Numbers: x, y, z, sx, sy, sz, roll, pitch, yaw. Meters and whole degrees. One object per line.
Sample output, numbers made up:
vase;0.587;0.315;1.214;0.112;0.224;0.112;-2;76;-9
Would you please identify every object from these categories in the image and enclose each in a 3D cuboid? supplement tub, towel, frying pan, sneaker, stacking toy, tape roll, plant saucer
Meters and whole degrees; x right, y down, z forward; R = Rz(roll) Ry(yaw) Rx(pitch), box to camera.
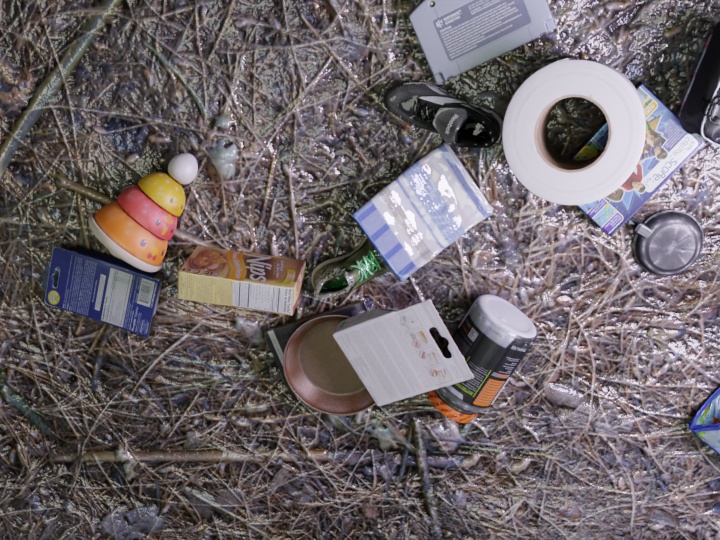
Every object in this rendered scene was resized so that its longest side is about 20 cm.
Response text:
supplement tub;0.202;0.153;1.448;0.121;0.123;0.202;28;113;-6
towel;0.103;-0.093;1.379;0.199;0.024;0.148;-37;104;0
frying pan;0.482;-0.069;1.377;0.114;0.031;0.191;-36;107;17
sneaker;0.130;-0.238;1.309;0.197;0.091;0.067;19;113;-2
stacking toy;-0.342;-0.113;1.411;0.145;0.146;0.201;37;96;-10
tape roll;0.317;-0.206;1.249;0.199;0.139;0.207;5;105;18
plant saucer;-0.039;0.163;1.509;0.196;0.037;0.204;2;113;4
sneaker;0.000;0.000;1.424;0.198;0.089;0.077;-31;106;17

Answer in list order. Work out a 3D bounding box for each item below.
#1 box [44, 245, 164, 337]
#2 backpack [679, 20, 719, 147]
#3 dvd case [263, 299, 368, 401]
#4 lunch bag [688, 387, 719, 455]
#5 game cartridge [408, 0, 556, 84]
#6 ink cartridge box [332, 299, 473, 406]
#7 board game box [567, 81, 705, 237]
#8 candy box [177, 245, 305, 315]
box;-0.460;0.033;1.521;0.197;0.033;0.123;18;113;-3
backpack;0.575;-0.253;1.218;0.196;0.151;0.180;14;110;-5
dvd case;-0.058;0.146;1.532;0.197;0.016;0.151;-17;111;12
lunch bag;0.691;0.263;1.445;0.169;0.128;0.200;37;125;-12
game cartridge;0.178;-0.383;1.274;0.197;0.041;0.135;-22;112;14
ink cartridge box;0.074;0.131;1.415;0.198;0.050;0.162;-22;109;29
board game box;0.414;-0.171;1.326;0.135;0.035;0.200;41;112;-3
candy box;-0.199;0.015;1.438;0.196;0.116;0.056;7;115;3
